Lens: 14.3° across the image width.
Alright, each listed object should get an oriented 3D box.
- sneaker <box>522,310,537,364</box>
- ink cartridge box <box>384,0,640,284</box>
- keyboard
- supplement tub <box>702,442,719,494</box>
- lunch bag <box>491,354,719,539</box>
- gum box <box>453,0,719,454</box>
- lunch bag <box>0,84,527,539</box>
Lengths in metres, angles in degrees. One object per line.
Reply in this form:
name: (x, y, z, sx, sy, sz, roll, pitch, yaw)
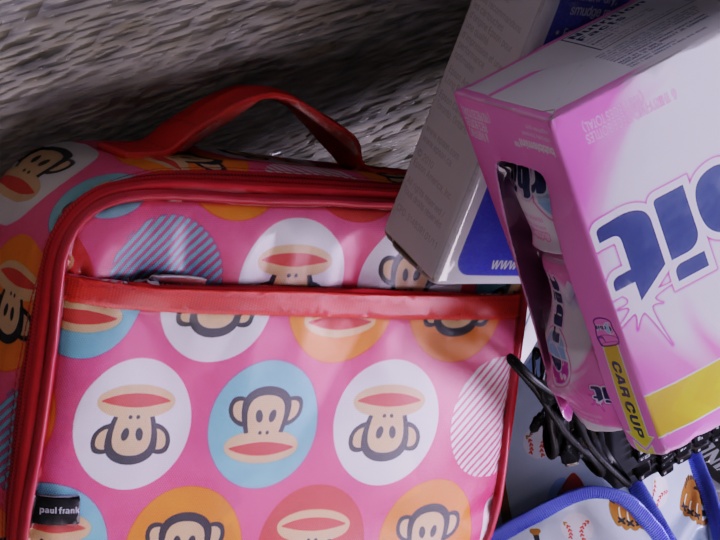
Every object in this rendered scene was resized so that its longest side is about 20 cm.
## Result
sneaker: (0.001, 0.000, 1.129, 0.077, 0.146, 0.203, -14, -144, 35)
ink cartridge box: (0.122, -0.087, 0.957, 0.197, 0.047, 0.201, 1, 119, -39)
keyboard: (0.109, 0.044, 1.020, 0.104, 0.040, 0.200, -24, 155, -3)
supplement tub: (0.220, 0.039, 1.520, 0.200, 0.123, 0.122, -33, 163, 27)
lunch bag: (0.077, 0.114, 1.399, 0.170, 0.201, 0.124, -31, 164, 26)
gum box: (0.133, -0.038, 0.893, 0.199, 0.114, 0.066, -28, -160, -18)
lunch bag: (-0.038, 0.025, 0.990, 0.199, 0.177, 0.082, 1, -167, -33)
